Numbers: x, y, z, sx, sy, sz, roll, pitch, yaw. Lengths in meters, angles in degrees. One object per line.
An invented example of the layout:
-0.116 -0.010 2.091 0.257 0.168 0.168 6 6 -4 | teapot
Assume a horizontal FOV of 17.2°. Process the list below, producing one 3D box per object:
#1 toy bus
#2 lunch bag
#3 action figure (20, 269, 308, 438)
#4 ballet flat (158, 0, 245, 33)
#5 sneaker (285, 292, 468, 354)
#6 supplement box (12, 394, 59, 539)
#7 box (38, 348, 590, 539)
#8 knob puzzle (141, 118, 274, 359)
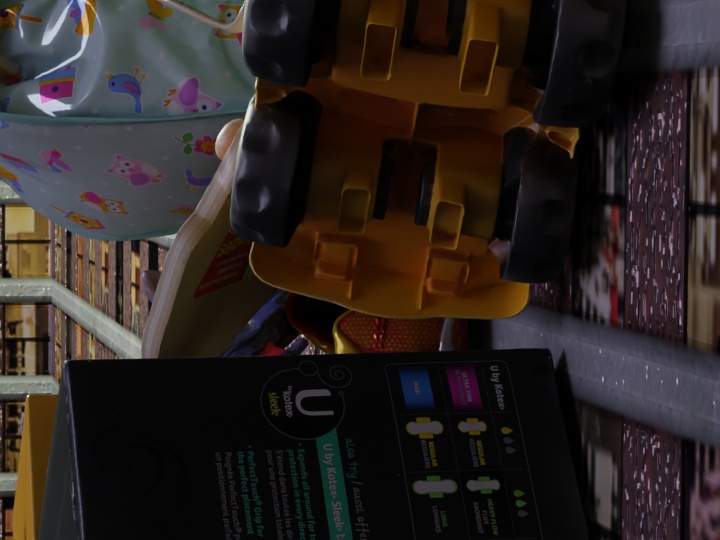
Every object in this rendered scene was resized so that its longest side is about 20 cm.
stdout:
0.026 -0.108 0.933 0.193 0.134 0.201 -85 2 -45 | toy bus
-0.129 -0.095 1.332 0.170 0.198 0.123 59 -153 -68 | lunch bag
-0.065 0.054 1.249 0.193 0.200 0.105 15 136 51 | action figure
-0.040 -0.141 1.070 0.068 0.198 0.076 48 -128 -63 | ballet flat
0.000 0.000 1.130 0.200 0.076 0.074 -114 26 -72 | sneaker
-0.054 0.170 1.097 0.133 0.198 0.199 109 157 -58 | supplement box
-0.022 0.121 0.953 0.149 0.198 0.125 109 156 -54 | box
-0.053 -0.029 1.091 0.220 0.030 0.220 -55 -11 -15 | knob puzzle
